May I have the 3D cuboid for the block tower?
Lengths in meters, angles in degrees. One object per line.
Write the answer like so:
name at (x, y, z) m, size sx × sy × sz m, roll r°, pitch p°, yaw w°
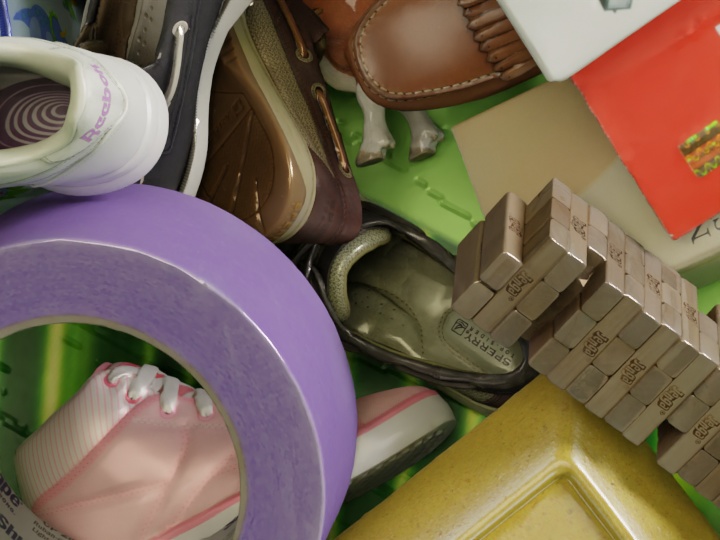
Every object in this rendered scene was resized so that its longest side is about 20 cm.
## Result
block tower at (0.132, 0.044, 1.189) m, size 0.199 × 0.058 × 0.054 m, roll 36°, pitch 118°, yaw -14°

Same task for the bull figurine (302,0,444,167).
bull figurine at (0.028, -0.118, 1.298) m, size 0.199 × 0.065 × 0.122 m, roll -22°, pitch 81°, yaw 12°

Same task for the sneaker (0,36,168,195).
sneaker at (-0.181, -0.068, 1.137) m, size 0.198 × 0.100 × 0.075 m, roll -2°, pitch 84°, yaw 12°

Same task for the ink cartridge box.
ink cartridge box at (0.157, -0.133, 1.140) m, size 0.199 × 0.044 × 0.174 m, roll -33°, pitch 91°, yaw 12°

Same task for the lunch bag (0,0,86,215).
lunch bag at (-0.176, -0.117, 1.281) m, size 0.126 × 0.170 × 0.202 m, roll -9°, pitch 78°, yaw 9°

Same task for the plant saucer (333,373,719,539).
plant saucer at (0.075, 0.173, 1.205) m, size 0.200 × 0.048 × 0.200 m, roll -38°, pitch 88°, yaw 0°

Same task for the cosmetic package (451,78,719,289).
cosmetic package at (0.151, -0.054, 1.228) m, size 0.199 × 0.071 × 0.106 m, roll -26°, pitch 77°, yaw 19°

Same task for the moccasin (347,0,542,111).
moccasin at (0.090, -0.122, 1.218) m, size 0.200 × 0.078 × 0.074 m, roll -16°, pitch 89°, yaw 2°

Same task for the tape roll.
tape roll at (-0.105, 0.071, 1.175) m, size 0.198 × 0.085 × 0.202 m, roll 2°, pitch 107°, yaw 8°

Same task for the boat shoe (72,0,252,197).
boat shoe at (-0.093, -0.088, 1.199) m, size 0.074 × 0.060 × 0.201 m, roll 34°, pitch 106°, yaw 40°

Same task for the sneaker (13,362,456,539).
sneaker at (-0.064, 0.072, 1.265) m, size 0.199 × 0.075 × 0.105 m, roll -26°, pitch 79°, yaw 9°

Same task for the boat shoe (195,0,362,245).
boat shoe at (-0.050, -0.094, 1.254) m, size 0.072 × 0.072 × 0.201 m, roll -46°, pitch 54°, yaw 32°

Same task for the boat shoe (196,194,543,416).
boat shoe at (0.000, 0.001, 1.274) m, size 0.200 × 0.066 × 0.072 m, roll 27°, pitch 82°, yaw 15°
